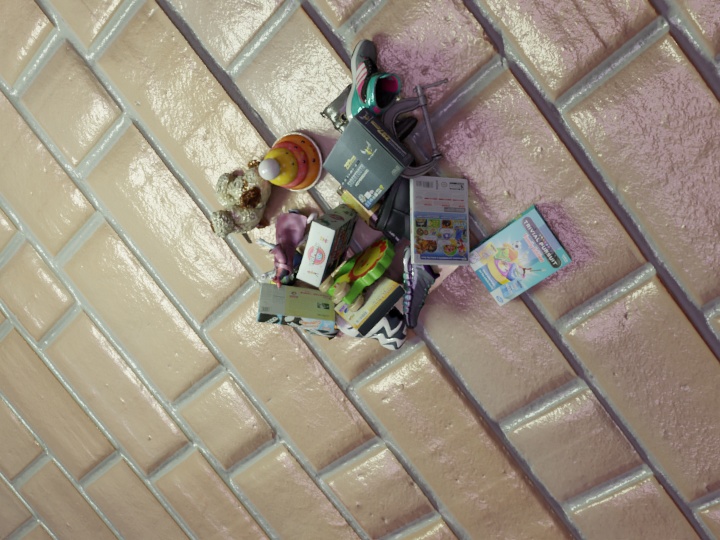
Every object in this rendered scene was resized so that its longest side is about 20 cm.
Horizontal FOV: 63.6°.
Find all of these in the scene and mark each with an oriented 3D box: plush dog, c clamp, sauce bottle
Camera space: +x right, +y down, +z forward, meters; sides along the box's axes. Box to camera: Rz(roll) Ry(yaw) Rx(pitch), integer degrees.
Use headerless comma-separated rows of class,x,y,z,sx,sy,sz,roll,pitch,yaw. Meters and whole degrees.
plush dog,-0.281,-0.182,1.468,0.158,0.202,0.172,19,136,-24
c clamp,0.134,-0.315,1.309,0.168,0.027,0.204,-12,97,-6
sauce bottle,0.027,-0.145,1.430,0.200,0.065,0.065,46,114,1

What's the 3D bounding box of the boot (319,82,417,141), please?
boot,0.017,-0.362,1.366,0.198,0.069,0.176,-29,90,16

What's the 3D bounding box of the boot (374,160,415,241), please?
boot,0.141,-0.162,1.388,0.166,0.076,0.203,20,88,-11

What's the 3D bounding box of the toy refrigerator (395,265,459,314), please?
toy refrigerator,0.164,0.017,1.436,0.070,0.076,0.200,45,113,-1

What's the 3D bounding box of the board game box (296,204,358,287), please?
board game box,-0.075,-0.066,1.414,0.063,0.200,0.150,22,113,10

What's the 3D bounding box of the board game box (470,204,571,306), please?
board game box,0.369,-0.033,1.372,0.199,0.047,0.152,-36,94,24

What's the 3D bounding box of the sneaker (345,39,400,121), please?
sneaker,0.034,-0.427,1.283,0.119,0.083,0.204,-2,78,42

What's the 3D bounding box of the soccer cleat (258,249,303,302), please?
soccer cleat,-0.215,0.022,1.572,0.200,0.064,0.084,-46,61,28

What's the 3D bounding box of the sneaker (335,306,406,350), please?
sneaker,0.033,0.114,1.494,0.196,0.080,0.131,23,121,11

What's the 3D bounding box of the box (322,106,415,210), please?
box,0.014,-0.246,1.312,0.158,0.051,0.200,45,146,-2

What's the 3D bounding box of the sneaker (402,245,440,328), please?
sneaker,0.144,0.044,1.372,0.086,0.074,0.204,2,107,11

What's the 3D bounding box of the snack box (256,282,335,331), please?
snack box,-0.164,0.093,1.496,0.196,0.117,0.038,8,128,-10

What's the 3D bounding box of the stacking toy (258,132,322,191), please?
stacking toy,-0.184,-0.247,1.389,0.143,0.200,0.149,5,110,15

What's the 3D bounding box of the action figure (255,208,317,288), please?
action figure,-0.187,-0.044,1.476,0.146,0.203,0.135,3,152,0

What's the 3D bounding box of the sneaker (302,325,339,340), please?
sneaker,-0.143,0.131,1.558,0.197,0.079,0.078,21,125,-2

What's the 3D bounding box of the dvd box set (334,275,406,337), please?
dvd box set,0.019,0.074,1.408,0.146,0.200,0.029,-47,110,-6

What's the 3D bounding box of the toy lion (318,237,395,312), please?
toy lion,0.000,0.000,1.432,0.069,0.200,0.193,42,80,-20

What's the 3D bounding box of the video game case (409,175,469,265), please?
video game case,0.183,-0.115,1.341,0.141,0.018,0.204,2,83,-16
